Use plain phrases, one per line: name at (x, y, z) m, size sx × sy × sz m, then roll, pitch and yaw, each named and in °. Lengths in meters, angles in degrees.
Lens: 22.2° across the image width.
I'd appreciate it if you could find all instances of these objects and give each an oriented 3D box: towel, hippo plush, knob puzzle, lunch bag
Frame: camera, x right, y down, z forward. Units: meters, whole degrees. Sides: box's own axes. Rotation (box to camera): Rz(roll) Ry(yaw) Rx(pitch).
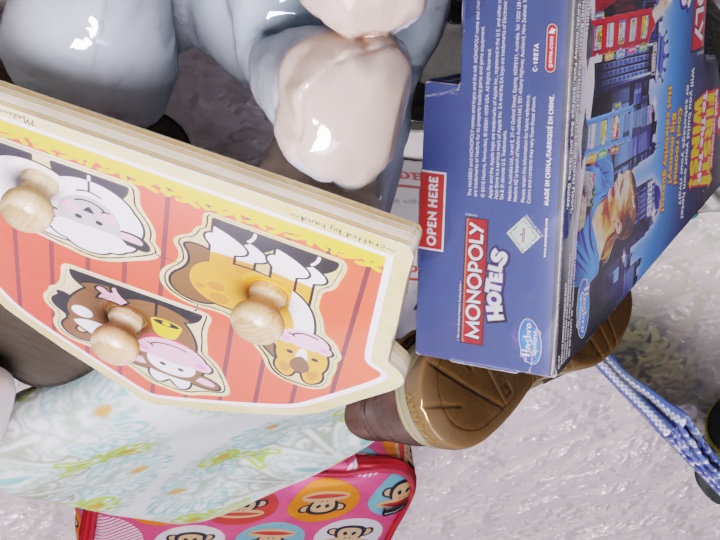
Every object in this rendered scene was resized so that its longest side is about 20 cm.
towel at (-0.075, 0.074, 0.904) m, size 0.170 × 0.048 × 0.200 m, roll -26°, pitch 157°, yaw 18°
towel at (0.181, 0.087, 1.070) m, size 0.024 × 0.145 × 0.200 m, roll -45°, pitch 137°, yaw 3°
hippo plush at (-0.046, -0.119, 0.673) m, size 0.159 × 0.201 × 0.160 m, roll 14°, pitch 139°, yaw 5°
knob puzzle at (-0.078, 0.014, 0.695) m, size 0.218 × 0.031 × 0.220 m, roll 15°, pitch 151°, yaw 8°
lunch bag at (-0.076, 0.136, 1.117) m, size 0.198 × 0.082 × 0.177 m, roll 2°, pitch 145°, yaw -14°

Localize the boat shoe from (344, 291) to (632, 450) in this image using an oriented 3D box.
boat shoe at (0.064, 0.034, 0.910) m, size 0.072 × 0.073 × 0.200 m, roll -17°, pitch -167°, yaw 42°

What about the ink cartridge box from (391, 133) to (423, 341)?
ink cartridge box at (0.000, 0.000, 0.962) m, size 0.115 × 0.067 × 0.201 m, roll 4°, pitch 140°, yaw -20°

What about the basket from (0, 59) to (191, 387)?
basket at (-0.198, -0.048, 0.793) m, size 0.199 × 0.137 × 0.180 m, roll 27°, pitch 165°, yaw -33°

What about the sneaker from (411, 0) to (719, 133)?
sneaker at (0.082, -0.100, 0.875) m, size 0.198 × 0.078 × 0.089 m, roll -2°, pitch 174°, yaw -14°

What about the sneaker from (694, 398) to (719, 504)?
sneaker at (0.311, 0.120, 1.208) m, size 0.198 × 0.075 × 0.085 m, roll 7°, pitch 146°, yaw -8°

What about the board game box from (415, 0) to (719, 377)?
board game box at (0.095, -0.080, 0.739) m, size 0.061 × 0.202 × 0.200 m, roll 8°, pitch -166°, yaw 27°

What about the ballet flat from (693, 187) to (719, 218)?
ballet flat at (0.183, -0.054, 0.948) m, size 0.198 × 0.067 × 0.064 m, roll 5°, pitch 105°, yaw 2°

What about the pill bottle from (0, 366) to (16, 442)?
pill bottle at (-0.259, 0.056, 0.780) m, size 0.199 × 0.114 × 0.114 m, roll 24°, pitch 137°, yaw -2°
